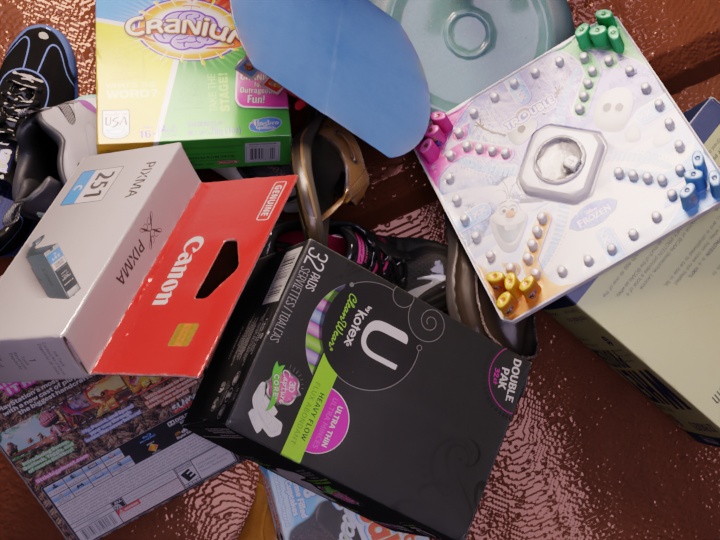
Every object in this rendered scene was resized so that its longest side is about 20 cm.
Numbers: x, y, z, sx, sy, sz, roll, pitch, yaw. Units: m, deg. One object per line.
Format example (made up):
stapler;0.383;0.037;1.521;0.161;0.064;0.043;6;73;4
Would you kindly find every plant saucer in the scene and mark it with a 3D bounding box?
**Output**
plant saucer;0.091;-0.200;1.132;0.198;0.036;0.202;0;87;-4

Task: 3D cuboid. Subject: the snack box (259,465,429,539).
snack box;-0.007;0.207;1.053;0.115;0.037;0.202;-14;88;-15

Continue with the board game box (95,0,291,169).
board game box;-0.138;-0.175;1.068;0.151;0.040;0.202;-4;60;-7

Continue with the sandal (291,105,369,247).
sandal;-0.017;-0.081;1.048;0.054;0.201;0.082;-6;119;12

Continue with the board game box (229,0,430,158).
board game box;-0.031;-0.168;1.046;0.199;0.039;0.159;31;44;-26

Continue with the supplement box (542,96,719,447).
supplement box;0.283;0.007;1.085;0.199;0.134;0.200;40;86;-1

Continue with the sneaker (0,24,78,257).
sneaker;-0.281;-0.109;1.084;0.069;0.078;0.202;11;87;-1

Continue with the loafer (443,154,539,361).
loafer;0.112;-0.013;1.074;0.072;0.071;0.202;7;65;-39

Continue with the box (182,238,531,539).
box;-0.003;0.092;0.977;0.199;0.124;0.150;29;74;-17

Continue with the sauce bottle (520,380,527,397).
sauce bottle;0.040;0.073;1.103;0.198;0.065;0.065;6;87;-4

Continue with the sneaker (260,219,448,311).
sneaker;0.000;0.000;1.089;0.198;0.084;0.078;5;86;-13

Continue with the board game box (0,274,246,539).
board game box;-0.203;0.089;1.024;0.158;0.097;0.201;-27;125;-5

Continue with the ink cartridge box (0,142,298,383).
ink cartridge box;-0.156;-0.011;0.913;0.175;0.201;0.045;-4;132;27

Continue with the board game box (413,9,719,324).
board game box;0.156;-0.088;1.040;0.199;0.026;0.201;-30;58;9

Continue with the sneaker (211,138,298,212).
sneaker;-0.119;-0.120;1.095;0.199;0.080;0.074;28;89;0

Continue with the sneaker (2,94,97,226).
sneaker;-0.225;-0.037;1.048;0.077;0.140;0.202;-21;88;32

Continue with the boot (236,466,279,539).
boot;-0.075;0.201;1.095;0.199;0.071;0.146;-7;83;-9
